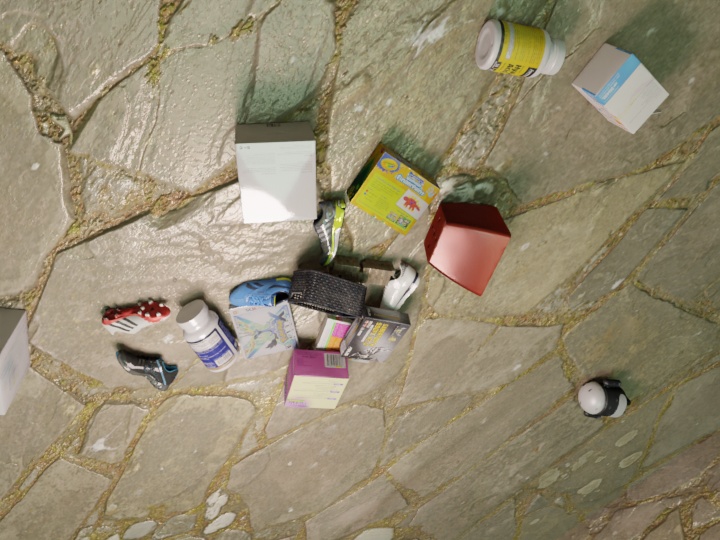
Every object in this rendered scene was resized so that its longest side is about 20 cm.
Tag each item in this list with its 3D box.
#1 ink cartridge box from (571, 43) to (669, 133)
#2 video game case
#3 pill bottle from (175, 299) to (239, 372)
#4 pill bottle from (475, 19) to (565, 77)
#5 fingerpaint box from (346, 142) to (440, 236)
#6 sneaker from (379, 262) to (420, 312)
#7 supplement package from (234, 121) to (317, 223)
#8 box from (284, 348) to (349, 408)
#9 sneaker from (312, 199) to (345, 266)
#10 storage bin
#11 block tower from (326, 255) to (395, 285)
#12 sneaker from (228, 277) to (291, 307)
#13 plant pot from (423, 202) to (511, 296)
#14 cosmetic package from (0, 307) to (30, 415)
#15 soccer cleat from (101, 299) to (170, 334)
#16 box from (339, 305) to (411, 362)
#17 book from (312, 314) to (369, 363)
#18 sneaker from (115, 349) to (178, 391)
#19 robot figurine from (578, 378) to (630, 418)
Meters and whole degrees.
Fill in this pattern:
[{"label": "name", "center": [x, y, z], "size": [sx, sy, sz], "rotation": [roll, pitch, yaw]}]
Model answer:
[{"label": "ink cartridge box", "center": [0.680, -0.464, 1.390], "size": [0.198, 0.129, 0.126], "rotation": [30, 113, -26]}, {"label": "video game case", "center": [-0.293, 0.176, 1.647], "size": [0.178, 0.022, 0.203], "rotation": [-12, 123, -4]}, {"label": "pill bottle", "center": [-0.448, 0.191, 1.568], "size": [0.114, 0.116, 0.202], "rotation": [-23, 123, 3]}, {"label": "pill bottle", "center": [0.389, -0.533, 1.296], "size": [0.195, 0.112, 0.113], "rotation": [3, 121, -14]}, {"label": "fingerpaint box", "center": [0.088, -0.218, 1.451], "size": [0.198, 0.074, 0.168], "rotation": [27, 114, -26]}, {"label": "sneaker", "center": [0.100, 0.068, 1.643], "size": [0.080, 0.077, 0.201], "rotation": [31, 108, -13]}, {"label": "supplement package", "center": [-0.207, -0.245, 1.326], "size": [0.187, 0.148, 0.204], "rotation": [-4, 123, -9]}, {"label": "box", "center": [-0.145, 0.350, 1.711], "size": [0.172, 0.098, 0.202], "rotation": [6, 138, -15]}, {"label": "sneaker", "center": [-0.096, -0.109, 1.491], "size": [0.079, 0.074, 0.204], "rotation": [10, 113, -7]}, {"label": "storage bin", "center": [-0.094, 0.069, 1.525], "size": [0.197, 0.134, 0.096], "rotation": [17, 78, -33]}, {"label": "block tower", "center": [0.000, 0.000, 1.581], "size": [0.196, 0.054, 0.059], "rotation": [6, 122, -15]}, {"label": "sneaker", "center": [-0.287, 0.074, 1.553], "size": [0.196, 0.079, 0.067], "rotation": [-11, 126, -4]}, {"label": "plant pot", "center": [0.286, -0.081, 1.517], "size": [0.173, 0.201, 0.203], "rotation": [16, 118, -9]}, {"label": "cosmetic package", "center": [-0.986, 0.240, 1.433], "size": [0.120, 0.201, 0.203], "rotation": [8, 120, -16]}, {"label": "soccer cleat", "center": [-0.636, 0.141, 1.531], "size": [0.195, 0.069, 0.086], "rotation": [-8, 132, -3]}, {"label": "box", "center": [0.042, 0.201, 1.648], "size": [0.155, 0.049, 0.201], "rotation": [12, 132, -23]}, {"label": "book", "center": [-0.039, 0.221, 1.717], "size": [0.196, 0.048, 0.135], "rotation": [15, 115, -22]}, {"label": "sneaker", "center": [-0.646, 0.284, 1.622], "size": [0.082, 0.073, 0.200], "rotation": [-47, 126, -1]}, {"label": "robot figurine", "center": [0.931, 0.493, 2.049], "size": [0.196, 0.125, 0.154], "rotation": [11, 78, -19]}]
